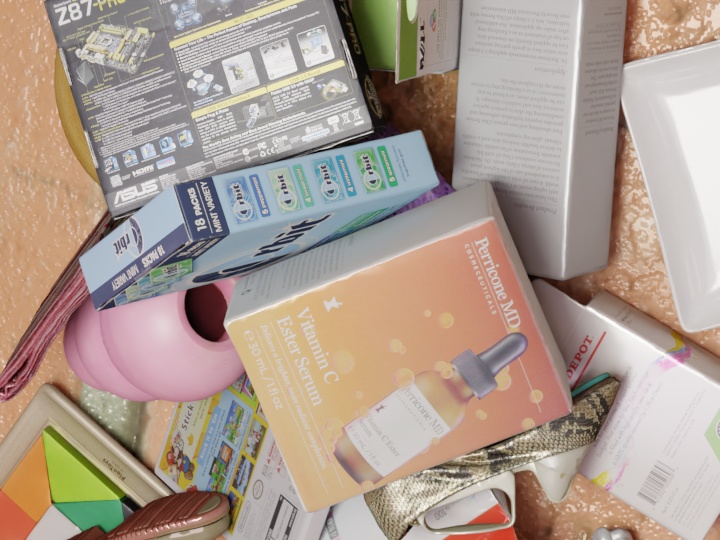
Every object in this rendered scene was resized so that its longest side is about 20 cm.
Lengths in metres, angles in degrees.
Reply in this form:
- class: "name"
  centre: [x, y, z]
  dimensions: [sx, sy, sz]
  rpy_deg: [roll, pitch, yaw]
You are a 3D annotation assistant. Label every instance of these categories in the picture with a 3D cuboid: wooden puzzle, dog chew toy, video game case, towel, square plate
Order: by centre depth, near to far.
- class: "square plate"
  centre: [0.299, -0.073, 1.516]
  dimensions: [0.197, 0.028, 0.201]
  rpy_deg: [-14, 95, 20]
- class: "towel"
  centre: [-0.215, 0.008, 1.622]
  dimensions: [0.023, 0.200, 0.144]
  rpy_deg: [36, 109, -9]
- class: "dog chew toy"
  centre: [-0.161, 0.044, 1.631]
  dimensions: [0.200, 0.124, 0.125]
  rpy_deg: [-17, 94, 53]
- class: "video game case"
  centre: [-0.075, 0.112, 1.635]
  dimensions: [0.182, 0.023, 0.201]
  rpy_deg: [36, 115, 41]
- class: "wooden puzzle"
  centre: [-0.243, 0.221, 1.750]
  dimensions: [0.185, 0.037, 0.200]
  rpy_deg: [40, 111, 8]

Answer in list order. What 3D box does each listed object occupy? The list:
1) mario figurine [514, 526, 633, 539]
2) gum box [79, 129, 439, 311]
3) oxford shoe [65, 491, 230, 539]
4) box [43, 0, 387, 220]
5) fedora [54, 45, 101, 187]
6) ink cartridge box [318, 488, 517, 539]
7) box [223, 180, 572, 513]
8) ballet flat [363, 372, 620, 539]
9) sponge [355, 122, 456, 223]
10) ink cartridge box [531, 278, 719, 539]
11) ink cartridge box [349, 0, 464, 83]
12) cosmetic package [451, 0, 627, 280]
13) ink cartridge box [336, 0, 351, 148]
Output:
- class: "mario figurine"
  centre: [0.136, 0.244, 1.583]
  dimensions: [0.199, 0.124, 0.106]
  rpy_deg: [26, 126, 8]
- class: "gum box"
  centre: [-0.072, -0.034, 1.479]
  dimensions: [0.170, 0.199, 0.045]
  rpy_deg: [-30, 77, 57]
- class: "oxford shoe"
  centre: [-0.171, 0.228, 1.678]
  dimensions: [0.199, 0.071, 0.074]
  rpy_deg: [-24, 97, 34]
- class: "box"
  centre: [-0.100, -0.140, 1.459]
  dimensions: [0.199, 0.049, 0.162]
  rpy_deg: [-19, 92, 15]
- class: "fedora"
  centre: [-0.121, -0.139, 1.532]
  dimensions: [0.199, 0.082, 0.202]
  rpy_deg: [1, 94, 14]
- class: "ink cartridge box"
  centre: [0.034, 0.192, 1.580]
  dimensions: [0.162, 0.201, 0.057]
  rpy_deg: [-36, 125, 21]
- class: "box"
  centre: [0.027, 0.051, 1.480]
  dimensions: [0.199, 0.106, 0.153]
  rpy_deg: [-22, 104, 8]
- class: "ballet flat"
  centre: [0.101, 0.142, 1.512]
  dimensions: [0.199, 0.068, 0.076]
  rpy_deg: [-23, 81, 4]
- class: "sponge"
  centre: [0.000, 0.000, 1.594]
  dimensions: [0.112, 0.030, 0.201]
  rpy_deg: [51, 125, 35]
- class: "ink cartridge box"
  centre: [0.194, 0.095, 1.561]
  dimensions: [0.199, 0.067, 0.118]
  rpy_deg: [32, 108, 10]
- class: "ink cartridge box"
  centre: [0.026, -0.213, 1.494]
  dimensions: [0.075, 0.200, 0.149]
  rpy_deg: [6, 101, 18]
- class: "cosmetic package"
  centre: [0.127, -0.102, 1.536]
  dimensions: [0.101, 0.071, 0.201]
  rpy_deg: [11, 104, 34]
- class: "ink cartridge box"
  centre: [-0.078, -0.191, 1.597]
  dimensions: [0.144, 0.083, 0.201]
  rpy_deg: [7, 102, 18]
